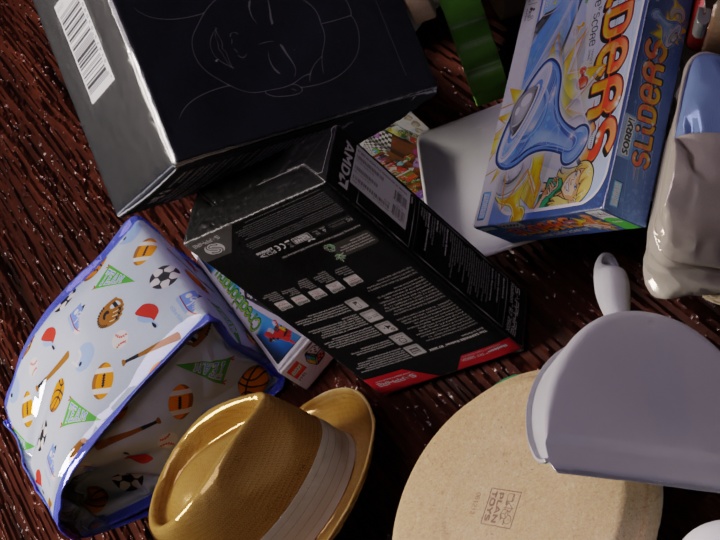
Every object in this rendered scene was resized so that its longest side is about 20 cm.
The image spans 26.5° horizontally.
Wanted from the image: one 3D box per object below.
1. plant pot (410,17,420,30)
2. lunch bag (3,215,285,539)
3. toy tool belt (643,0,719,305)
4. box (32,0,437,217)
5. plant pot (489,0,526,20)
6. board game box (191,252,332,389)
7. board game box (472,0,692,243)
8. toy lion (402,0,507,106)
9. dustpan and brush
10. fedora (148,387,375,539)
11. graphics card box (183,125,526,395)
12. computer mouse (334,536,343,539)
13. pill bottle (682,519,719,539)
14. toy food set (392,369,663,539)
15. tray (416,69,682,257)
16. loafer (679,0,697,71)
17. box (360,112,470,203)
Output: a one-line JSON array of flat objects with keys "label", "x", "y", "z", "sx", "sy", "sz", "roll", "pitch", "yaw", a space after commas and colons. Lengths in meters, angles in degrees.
[{"label": "plant pot", "x": -0.062, "y": -0.250, "z": 1.199, "sx": 0.200, "sy": 0.200, "sz": 0.180, "roll": -14, "pitch": 74, "yaw": 61}, {"label": "lunch bag", "x": -0.180, "y": 0.090, "z": 1.177, "sx": 0.200, "sy": 0.124, "sz": 0.170, "roll": -45, "pitch": 39, "yaw": 1}, {"label": "toy tool belt", "x": 0.236, "y": -0.070, "z": 0.869, "sx": 0.123, "sy": 0.125, "sz": 0.200, "roll": 12, "pitch": 68, "yaw": 7}, {"label": "box", "x": -0.088, "y": -0.165, "z": 0.985, "sx": 0.124, "sy": 0.196, "sz": 0.200, "roll": -28, "pitch": 83, "yaw": 61}, {"label": "plant pot", "x": 0.138, "y": -0.293, "z": 1.083, "sx": 0.134, "sy": 0.200, "sz": 0.200, "roll": -16, "pitch": 46, "yaw": 3}, {"label": "board game box", "x": -0.050, "y": -0.012, "z": 1.181, "sx": 0.126, "sy": 0.035, "sz": 0.200, "roll": -50, "pitch": 38, "yaw": 6}, {"label": "board game box", "x": 0.141, "y": -0.120, "z": 0.944, "sx": 0.135, "sy": 0.034, "sz": 0.200, "roll": -7, "pitch": 66, "yaw": 60}, {"label": "toy lion", "x": 0.060, "y": -0.222, "z": 1.080, "sx": 0.069, "sy": 0.192, "sz": 0.200, "roll": -18, "pitch": 75, "yaw": 8}, {"label": "dustpan and brush", "x": 0.154, "y": 0.051, "z": 0.857, "sx": 0.057, "sy": 0.139, "sz": 0.200, "roll": 108, "pitch": 168, "yaw": -48}, {"label": "fedora", "x": -0.080, "y": 0.145, "z": 1.027, "sx": 0.201, "sy": 0.082, "sz": 0.201, "roll": -40, "pitch": 25, "yaw": 22}, {"label": "graphics card box", "x": 0.000, "y": 0.000, "z": 0.981, "sx": 0.125, "sy": 0.200, "sz": 0.051, "roll": -21, "pitch": 45, "yaw": 37}, {"label": "computer mouse", "x": -0.012, "y": 0.248, "z": 0.943, "sx": 0.110, "sy": 0.044, "sz": 0.200, "roll": -49, "pitch": 32, "yaw": 1}, {"label": "pill bottle", "x": 0.187, "y": 0.192, "z": 0.708, "sx": 0.111, "sy": 0.111, "sz": 0.200, "roll": -1, "pitch": 63, "yaw": 47}, {"label": "toy food set", "x": 0.095, "y": 0.146, "z": 0.895, "sx": 0.198, "sy": 0.049, "sz": 0.200, "roll": -18, "pitch": 51, "yaw": 39}, {"label": "tray", "x": 0.133, "y": -0.072, "z": 1.004, "sx": 0.200, "sy": 0.022, "sz": 0.107, "roll": -19, "pitch": 61, "yaw": 25}, {"label": "loafer", "x": 0.276, "y": -0.189, "z": 0.940, "sx": 0.200, "sy": 0.072, "sz": 0.063, "roll": -32, "pitch": 26, "yaw": 17}, {"label": "box", "x": -0.012, "y": -0.070, "z": 1.132, "sx": 0.137, "sy": 0.039, "sz": 0.200, "roll": -26, "pitch": 37, "yaw": -10}]
